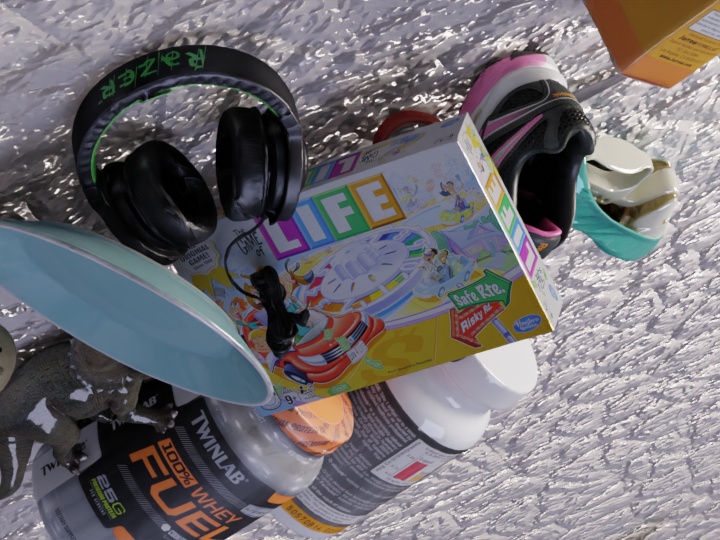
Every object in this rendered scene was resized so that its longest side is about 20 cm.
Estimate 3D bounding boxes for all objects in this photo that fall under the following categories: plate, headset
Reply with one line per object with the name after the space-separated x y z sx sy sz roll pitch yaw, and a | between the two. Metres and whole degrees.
-0.133 0.017 1.428 0.026 0.200 0.200 -62 163 -16 | plate
-0.080 -0.037 1.390 0.123 0.094 0.200 -20 141 6 | headset

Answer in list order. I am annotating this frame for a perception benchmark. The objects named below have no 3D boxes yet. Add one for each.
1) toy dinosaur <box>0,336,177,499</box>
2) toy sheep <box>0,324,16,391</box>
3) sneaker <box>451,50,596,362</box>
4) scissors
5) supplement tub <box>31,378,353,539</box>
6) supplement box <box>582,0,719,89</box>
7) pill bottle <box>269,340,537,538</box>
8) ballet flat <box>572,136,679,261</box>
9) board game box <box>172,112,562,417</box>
-0.185 0.077 1.615 0.200 0.077 0.102 -26 139 26 | toy dinosaur
-0.286 0.090 1.456 0.200 0.138 0.138 -35 160 -15 | toy sheep
0.081 -0.026 1.505 0.080 0.086 0.201 -2 123 -30 | sneaker
0.088 -0.081 1.547 0.199 0.014 0.073 -15 130 -24 | scissors
-0.111 0.121 1.688 0.200 0.123 0.122 -34 155 21 | supplement tub
0.221 -0.183 1.402 0.200 0.067 0.069 -36 154 30 | supplement box
0.018 0.093 1.756 0.200 0.117 0.116 -34 154 26 | pill bottle
0.165 -0.050 1.628 0.070 0.068 0.200 -15 162 29 | ballet flat
0.000 0.000 1.480 0.199 0.135 0.034 -18 -155 24 | board game box
